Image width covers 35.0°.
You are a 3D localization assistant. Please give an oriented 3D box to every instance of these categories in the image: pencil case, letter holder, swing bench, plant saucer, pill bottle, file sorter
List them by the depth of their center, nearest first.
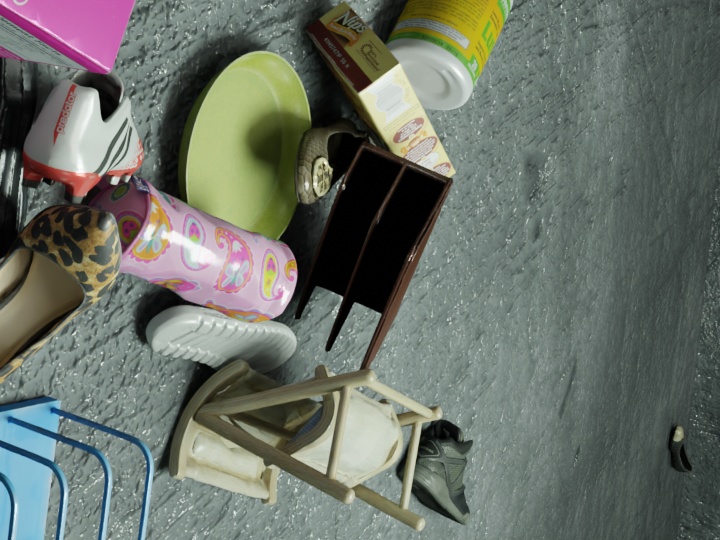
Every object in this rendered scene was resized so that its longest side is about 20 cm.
[{"bbox_3d":[-0.263,0.186,0.828,0.200,0.123,0.139,-5,106,-60],"label":"file sorter"},{"bbox_3d":[-0.142,-0.017,0.965,0.200,0.087,0.088,26,79,-48],"label":"pencil case"},{"bbox_3d":[-0.112,-0.107,1.072,0.200,0.031,0.200,-33,129,-53],"label":"plant saucer"},{"bbox_3d":[-0.050,0.171,1.142,0.199,0.200,0.130,38,59,-60],"label":"swing bench"},{"bbox_3d":[0.000,0.000,1.149,0.142,0.100,0.200,-63,175,-48],"label":"letter holder"},{"bbox_3d":[0.109,-0.294,1.308,0.200,0.111,0.111,-64,150,-22],"label":"pill bottle"}]

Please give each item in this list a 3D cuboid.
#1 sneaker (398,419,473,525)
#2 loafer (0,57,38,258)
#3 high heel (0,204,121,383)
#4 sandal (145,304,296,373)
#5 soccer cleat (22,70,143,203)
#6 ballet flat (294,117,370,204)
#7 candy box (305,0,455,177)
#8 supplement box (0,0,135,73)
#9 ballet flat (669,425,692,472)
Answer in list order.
[{"bbox_3d":[0.128,0.290,1.637,0.114,0.076,0.199,-58,142,-20],"label":"sneaker"},{"bbox_3d":[-0.260,-0.097,0.764,0.070,0.068,0.201,-36,136,-63],"label":"loafer"},{"bbox_3d":[-0.234,0.035,0.764,0.071,0.200,0.143,42,52,-14],"label":"high heel"},{"bbox_3d":[-0.127,0.055,1.089,0.203,0.082,0.050,28,35,-60],"label":"sandal"},{"bbox_3d":[-0.189,-0.106,0.817,0.200,0.069,0.085,-85,-165,-76],"label":"soccer cleat"},{"bbox_3d":[-0.027,-0.114,1.147,0.200,0.046,0.067,-55,152,-69],"label":"ballet flat"},{"bbox_3d":[0.024,-0.174,1.195,0.055,0.115,0.200,-35,145,0],"label":"candy box"},{"bbox_3d":[-0.227,-0.186,0.645,0.103,0.200,0.101,29,76,-61],"label":"supplement box"},{"bbox_3d":[0.874,0.483,3.108,0.067,0.057,0.200,-60,148,-29],"label":"ballet flat"}]
